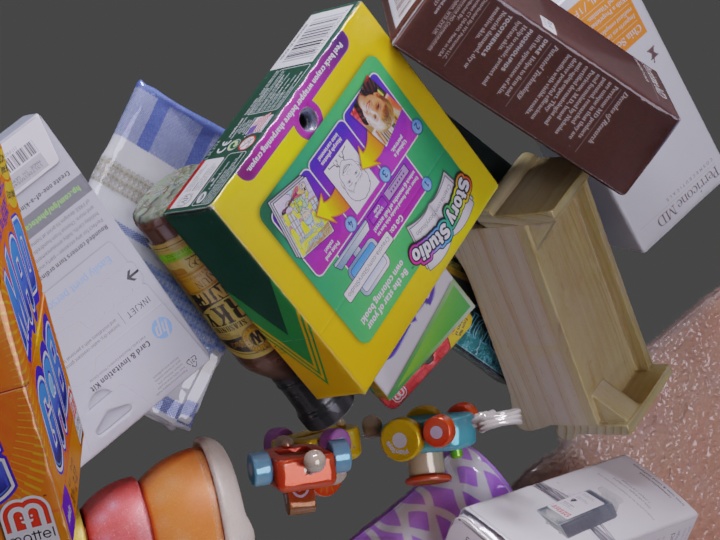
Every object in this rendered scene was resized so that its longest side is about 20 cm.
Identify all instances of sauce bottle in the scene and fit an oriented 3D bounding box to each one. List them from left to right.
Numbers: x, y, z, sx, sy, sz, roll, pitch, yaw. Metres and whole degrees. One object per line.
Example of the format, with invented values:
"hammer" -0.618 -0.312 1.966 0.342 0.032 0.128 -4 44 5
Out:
"sauce bottle" -0.073 0.022 1.630 0.065 0.065 0.200 -45 112 -18

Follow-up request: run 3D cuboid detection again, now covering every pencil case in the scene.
"pencil case" 0.024 0.206 1.739 0.199 0.084 0.086 -37 91 -23

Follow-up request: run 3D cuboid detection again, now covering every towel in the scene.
"towel" -0.136 -0.008 1.642 0.146 0.024 0.201 29 80 -29

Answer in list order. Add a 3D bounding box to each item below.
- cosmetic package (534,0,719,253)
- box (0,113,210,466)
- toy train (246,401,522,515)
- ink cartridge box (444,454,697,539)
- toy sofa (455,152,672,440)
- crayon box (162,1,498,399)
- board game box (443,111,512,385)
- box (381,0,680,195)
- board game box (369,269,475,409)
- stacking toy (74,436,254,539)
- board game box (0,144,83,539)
"cosmetic package" 0.180 -0.124 1.786 0.101 0.071 0.201 -41 116 -20
"box" -0.215 0.025 1.567 0.156 0.041 0.201 -40 105 -17
"toy train" 0.009 0.134 1.666 0.198 0.150 0.056 -8 94 -20
"ink cartridge box" 0.136 0.229 1.746 0.199 0.085 0.147 -10 129 -46
"toy sofa" 0.143 0.019 1.753 0.083 0.097 0.201 -49 125 -44
"crayon box" -0.015 -0.047 1.612 0.173 0.058 0.201 52 55 -26
"board game box" 0.070 -0.022 1.759 0.200 0.028 0.136 36 81 -30
"box" 0.116 -0.145 1.657 0.199 0.100 0.075 33 108 -17
"board game box" 0.000 0.000 1.691 0.096 0.030 0.200 -46 118 -15
"stacking toy" -0.174 0.194 1.606 0.198 0.146 0.148 -7 102 -13
"board game box" -0.285 0.063 1.419 0.198 0.200 0.202 -14 106 -1
